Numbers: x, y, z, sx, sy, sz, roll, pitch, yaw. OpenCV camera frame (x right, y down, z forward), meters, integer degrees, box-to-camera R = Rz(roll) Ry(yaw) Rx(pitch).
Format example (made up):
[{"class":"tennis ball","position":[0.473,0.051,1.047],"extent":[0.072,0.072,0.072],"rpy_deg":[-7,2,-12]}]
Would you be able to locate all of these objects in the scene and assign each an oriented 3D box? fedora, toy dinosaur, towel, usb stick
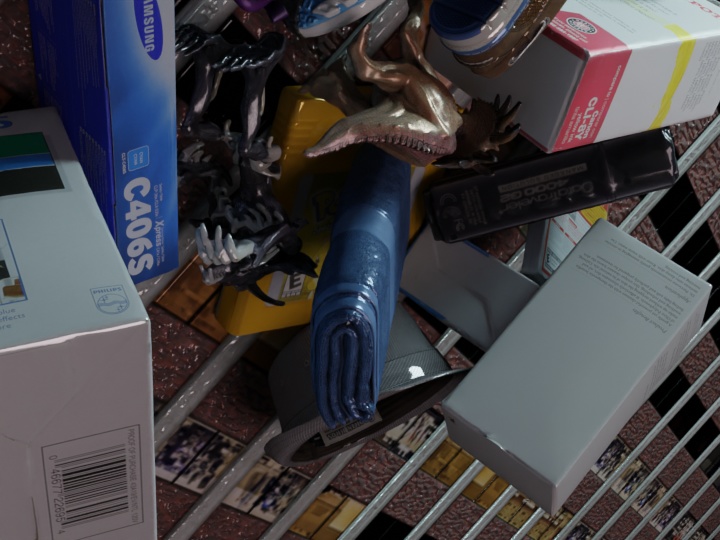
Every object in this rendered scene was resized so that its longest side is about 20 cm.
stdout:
[{"class":"fedora","position":[-0.003,0.085,0.915],"extent":[0.177,0.090,0.200],"rpy_deg":[-10,158,-42]},{"class":"toy dinosaur","position":[0.041,-0.101,0.735],"extent":[0.086,0.136,0.200],"rpy_deg":[-38,-174,30]},{"class":"towel","position":[0.000,0.000,0.762],"extent":[0.200,0.048,0.112],"rpy_deg":[-76,170,-49]},{"class":"usb stick","position":[0.150,-0.068,0.875],"extent":[0.200,0.033,0.056],"rpy_deg":[-15,106,8]}]

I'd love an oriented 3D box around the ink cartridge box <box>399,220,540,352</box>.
[{"class":"ink cartridge box","position":[0.115,0.034,0.979],"extent":[0.068,0.116,0.200],"rpy_deg":[-55,156,-1]}]

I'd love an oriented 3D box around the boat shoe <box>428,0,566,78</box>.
[{"class":"boat shoe","position":[0.121,-0.214,0.723],"extent":[0.200,0.072,0.072],"rpy_deg":[-50,145,-2]}]

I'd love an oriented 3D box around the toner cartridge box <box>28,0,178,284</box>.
[{"class":"toner cartridge box","position":[-0.144,-0.096,0.626],"extent":[0.043,0.095,0.200],"rpy_deg":[-23,138,-31]}]

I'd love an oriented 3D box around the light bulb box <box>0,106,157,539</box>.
[{"class":"light bulb box","position":[-0.197,0.049,0.599],"extent":[0.125,0.200,0.198],"rpy_deg":[-11,132,-22]}]

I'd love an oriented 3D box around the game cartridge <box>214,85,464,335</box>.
[{"class":"game cartridge","position":[-0.013,-0.047,0.862],"extent":[0.176,0.032,0.200],"rpy_deg":[-9,130,-42]}]

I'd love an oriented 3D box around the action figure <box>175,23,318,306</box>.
[{"class":"action figure","position":[-0.090,-0.052,0.713],"extent":[0.102,0.119,0.200],"rpy_deg":[-30,132,-39]}]

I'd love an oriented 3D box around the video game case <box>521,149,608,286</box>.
[{"class":"video game case","position":[0.187,-0.068,0.969],"extent":[0.143,0.017,0.200],"rpy_deg":[35,62,-54]}]

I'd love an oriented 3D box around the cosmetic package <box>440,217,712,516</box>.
[{"class":"cosmetic package","position":[0.165,0.072,0.849],"extent":[0.200,0.108,0.085],"rpy_deg":[-47,155,-14]}]

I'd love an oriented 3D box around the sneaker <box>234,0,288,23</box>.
[{"class":"sneaker","position":[-0.084,-0.192,0.555],"extent":[0.074,0.088,0.200],"rpy_deg":[-39,164,9]}]

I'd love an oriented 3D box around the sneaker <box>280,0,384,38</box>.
[{"class":"sneaker","position":[0.033,-0.212,0.724],"extent":[0.200,0.075,0.087],"rpy_deg":[-43,150,-6]}]

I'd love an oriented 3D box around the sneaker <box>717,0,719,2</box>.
[{"class":"sneaker","position":[0.318,-0.220,1.019],"extent":[0.200,0.075,0.106],"rpy_deg":[-35,139,-33]}]

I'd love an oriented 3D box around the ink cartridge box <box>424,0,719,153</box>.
[{"class":"ink cartridge box","position":[0.173,-0.171,0.840],"extent":[0.200,0.145,0.083],"rpy_deg":[-16,135,-37]}]
